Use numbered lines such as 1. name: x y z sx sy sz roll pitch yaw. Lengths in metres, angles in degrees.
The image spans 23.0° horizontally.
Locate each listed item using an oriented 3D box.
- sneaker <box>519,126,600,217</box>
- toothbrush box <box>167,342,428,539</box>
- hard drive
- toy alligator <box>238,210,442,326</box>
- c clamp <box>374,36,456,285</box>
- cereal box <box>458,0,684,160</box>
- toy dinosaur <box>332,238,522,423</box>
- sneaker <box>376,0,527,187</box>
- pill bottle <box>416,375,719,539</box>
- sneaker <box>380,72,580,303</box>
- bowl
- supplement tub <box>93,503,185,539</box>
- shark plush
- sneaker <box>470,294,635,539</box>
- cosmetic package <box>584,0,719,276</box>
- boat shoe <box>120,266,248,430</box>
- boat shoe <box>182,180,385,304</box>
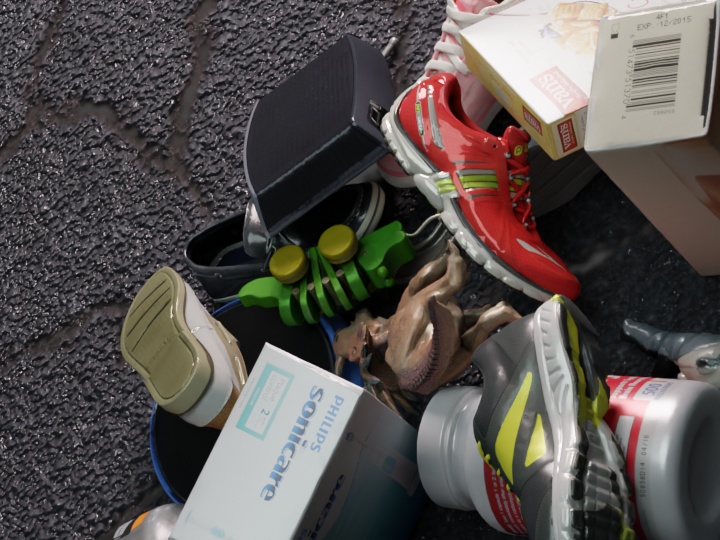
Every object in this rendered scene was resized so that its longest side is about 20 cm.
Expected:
1. sneaker: 0.154 -0.109 1.329 0.199 0.073 0.071 -35 42 4
2. toothbrush box: -0.030 0.155 1.222 0.085 0.200 0.147 23 82 24
3. hard drive: -0.036 -0.114 1.403 0.134 0.042 0.201 -35 24 16
4. toy alligator: 0.000 0.000 1.345 0.198 0.059 0.055 -21 49 10
5. c clamp: 0.028 -0.084 1.425 0.171 0.027 0.200 -51 49 2
6. cereal box: 0.188 -0.167 1.269 0.199 0.040 0.144 -26 41 -10
7. toy dinosaur: 0.043 0.054 1.260 0.136 0.200 0.086 -44 94 2
8. sneaker: 0.075 -0.161 1.361 0.200 0.105 0.075 -42 47 -2
9. pill bottle: 0.142 0.125 1.181 0.198 0.112 0.113 1 68 35
10. sneaker: 0.095 -0.060 1.253 0.085 0.077 0.200 -43 73 15
11. bowl: -0.084 0.111 1.396 0.199 0.039 0.202 -16 59 29
12. supplement tub: -0.167 0.254 1.327 0.199 0.122 0.123 -28 54 20
13. shark plush: 0.266 0.062 1.182 0.199 0.091 0.083 -4 39 51
14. sneaker: 0.115 0.117 1.095 0.084 0.074 0.202 -24 51 32
15. cosmetic package: 0.231 -0.083 1.168 0.087 0.200 0.104 -5 66 32
16. boat shoe: -0.135 0.067 1.384 0.075 0.068 0.200 -48 28 11
17. boat shoe: -0.065 -0.027 1.419 0.199 0.062 0.075 -20 46 37
